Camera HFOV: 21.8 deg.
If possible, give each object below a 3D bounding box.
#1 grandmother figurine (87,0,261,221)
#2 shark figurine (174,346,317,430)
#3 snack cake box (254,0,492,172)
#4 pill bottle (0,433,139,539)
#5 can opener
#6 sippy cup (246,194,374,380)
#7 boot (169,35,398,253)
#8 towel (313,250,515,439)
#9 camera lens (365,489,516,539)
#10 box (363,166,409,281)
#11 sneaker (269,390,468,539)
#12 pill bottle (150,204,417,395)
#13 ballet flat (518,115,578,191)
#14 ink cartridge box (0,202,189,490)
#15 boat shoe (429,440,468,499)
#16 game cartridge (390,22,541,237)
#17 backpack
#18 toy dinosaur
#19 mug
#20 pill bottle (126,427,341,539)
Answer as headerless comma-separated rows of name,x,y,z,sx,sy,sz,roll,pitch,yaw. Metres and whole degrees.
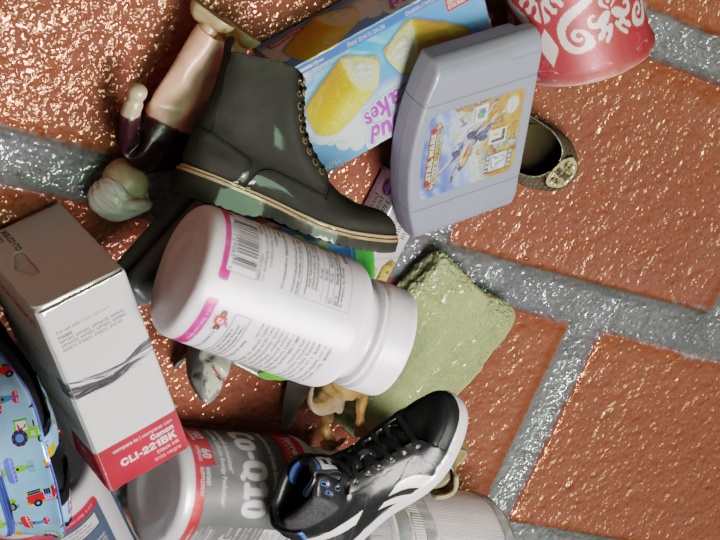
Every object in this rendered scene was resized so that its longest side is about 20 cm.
grandmother figurine,-0.163,-0.126,1.587,0.121,0.061,0.200,28,102,-41
shark figurine,-0.122,0.083,1.732,0.089,0.128,0.214,-29,159,21
snack cake box,0.019,-0.186,1.659,0.200,0.067,0.115,-31,127,-14
pill bottle,-0.262,0.257,1.694,0.120,0.120,0.200,-30,127,-15
can opener,-0.145,-0.061,1.598,0.200,0.053,0.066,-53,127,-7
sippy cup,-0.076,-0.003,1.653,0.130,0.178,0.140,-1,135,-32
boot,-0.044,-0.101,1.560,0.200,0.077,0.138,17,90,-24
towel,0.051,0.084,1.849,0.200,0.036,0.148,-50,130,4
camera lens,0.048,0.296,1.883,0.200,0.160,0.160,10,109,-36
box,0.000,0.000,1.768,0.041,0.039,0.200,19,104,-40
sneaker,0.003,0.175,1.684,0.200,0.073,0.112,-47,140,6
pill bottle,-0.061,0.030,1.541,0.200,0.113,0.113,21,103,-24
ballet flat,0.148,-0.129,1.784,0.067,0.046,0.200,-50,130,2
ink cartridge box,-0.236,0.063,1.587,0.084,0.144,0.200,-29,128,-17
boat shoe,0.066,0.195,1.836,0.072,0.076,0.200,-52,158,15
game cartridge,0.091,-0.122,1.684,0.133,0.042,0.200,-24,139,-29
backpack,-0.321,0.142,1.542,0.134,0.200,0.183,-20,125,-22
toy dinosaur,-0.023,0.115,1.719,0.200,0.060,0.106,-49,130,-62
mug,0.184,-0.294,1.689,0.133,0.178,0.200,-8,122,14
pill bottle,-0.108,0.209,1.768,0.200,0.114,0.114,7,111,-35
